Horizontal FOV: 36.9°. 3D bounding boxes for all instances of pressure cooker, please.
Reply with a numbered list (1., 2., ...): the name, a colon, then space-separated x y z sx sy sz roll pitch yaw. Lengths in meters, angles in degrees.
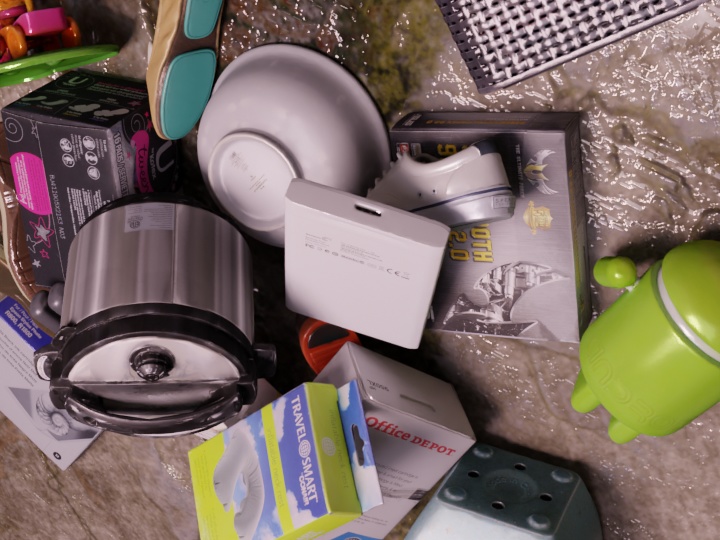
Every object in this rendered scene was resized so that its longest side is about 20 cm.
1. pressure cooker: -0.181 0.054 0.954 0.175 0.201 0.178 -30 135 25

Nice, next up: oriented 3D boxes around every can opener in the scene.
1. can opener: -0.259 0.093 1.116 0.053 0.067 0.200 -21 135 26

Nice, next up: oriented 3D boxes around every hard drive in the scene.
1. hard drive: 0.000 0.000 0.921 0.131 0.027 0.200 18 153 5

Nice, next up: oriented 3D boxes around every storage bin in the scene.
1. storage bin: 0.164 -0.216 0.766 0.199 0.135 0.094 -17 108 35

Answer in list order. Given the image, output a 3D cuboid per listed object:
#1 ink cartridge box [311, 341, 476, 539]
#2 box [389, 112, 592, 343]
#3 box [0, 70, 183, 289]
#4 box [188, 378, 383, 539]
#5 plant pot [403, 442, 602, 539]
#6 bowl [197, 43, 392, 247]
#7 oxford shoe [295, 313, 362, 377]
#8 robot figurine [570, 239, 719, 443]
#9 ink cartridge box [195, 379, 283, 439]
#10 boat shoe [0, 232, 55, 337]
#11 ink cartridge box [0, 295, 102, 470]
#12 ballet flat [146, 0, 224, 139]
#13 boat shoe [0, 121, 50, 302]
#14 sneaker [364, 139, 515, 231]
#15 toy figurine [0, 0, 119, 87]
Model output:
1. ink cartridge box: -0.007 0.183 1.058 0.144 0.084 0.200 24 118 -33
2. box: 0.117 -0.038 0.952 0.157 0.048 0.201 5 120 26
3. box: -0.257 -0.082 1.087 0.131 0.115 0.201 12 125 20
4. box: -0.074 0.188 0.978 0.200 0.047 0.123 -34 58 35
5. plant pot: 0.132 0.289 1.055 0.194 0.196 0.201 14 115 21
6. bowl: -0.077 -0.098 0.996 0.200 0.090 0.202 13 123 21
7. oxford shoe: -0.012 0.107 1.108 0.071 0.073 0.201 -25 123 -6
8. robot figurine: 0.261 0.057 0.888 0.175 0.116 0.200 39 128 1
9. ink cartridge box: -0.146 0.135 1.116 0.116 0.068 0.200 16 164 19
10. boat shoe: -0.362 0.017 1.244 0.200 0.063 0.073 34 133 0
11. ink cartridge box: -0.386 0.129 1.326 0.200 0.041 0.200 44 128 -1
12. ballet flat: -0.164 -0.219 0.999 0.063 0.068 0.201 42 128 30
13. boat shoe: -0.361 -0.063 1.176 0.075 0.074 0.204 13 114 60
14. sneaker: 0.042 -0.063 0.915 0.199 0.073 0.071 -10 84 36
15. toy figurine: -0.335 -0.278 1.030 0.199 0.149 0.186 0 106 56
